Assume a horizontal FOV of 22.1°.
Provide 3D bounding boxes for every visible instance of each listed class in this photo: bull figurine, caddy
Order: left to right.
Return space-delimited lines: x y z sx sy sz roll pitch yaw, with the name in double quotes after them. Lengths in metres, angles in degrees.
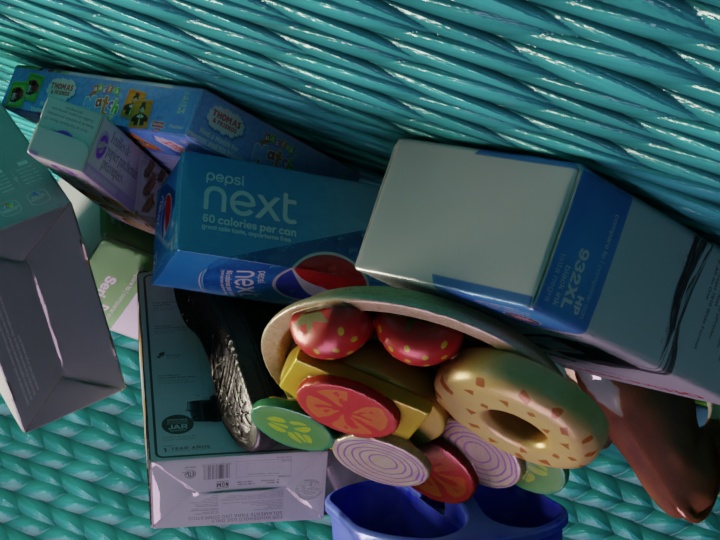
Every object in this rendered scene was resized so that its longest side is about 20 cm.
0.055 0.175 1.199 0.141 0.105 0.200 -5 -174 -14 "caddy"
0.193 0.076 1.271 0.065 0.200 0.121 -21 -169 32 "bull figurine"

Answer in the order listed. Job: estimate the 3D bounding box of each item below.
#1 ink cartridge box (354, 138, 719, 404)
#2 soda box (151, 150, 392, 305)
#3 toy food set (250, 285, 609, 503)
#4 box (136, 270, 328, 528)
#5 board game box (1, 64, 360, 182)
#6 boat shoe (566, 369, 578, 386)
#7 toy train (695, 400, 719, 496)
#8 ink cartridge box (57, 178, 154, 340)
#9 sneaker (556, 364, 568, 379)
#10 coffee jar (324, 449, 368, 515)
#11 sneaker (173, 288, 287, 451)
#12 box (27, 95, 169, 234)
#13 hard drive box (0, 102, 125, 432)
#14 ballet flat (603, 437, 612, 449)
0.121 0.003 1.052 0.200 0.084 0.145 25 171 -42 "ink cartridge box"
-0.026 -0.017 1.156 0.199 0.068 0.064 9 157 -18 "soda box"
0.035 0.077 1.059 0.199 0.049 0.198 22 151 -5 "toy food set"
-0.089 0.079 1.235 0.116 0.060 0.200 -3 -143 -9 "box"
-0.120 -0.086 1.222 0.200 0.037 0.151 14 171 44 "board game box"
0.142 0.036 1.382 0.200 0.076 0.072 34 -145 4 "boat shoe"
0.299 0.129 1.440 0.084 0.116 0.200 15 172 33 "toy train"
-0.124 -0.009 1.382 0.200 0.084 0.146 23 -147 -25 "ink cartridge box"
0.050 0.082 1.219 0.146 0.081 0.200 8 167 21 "sneaker"
-0.061 0.099 1.453 0.200 0.104 0.085 35 157 41 "coffee jar"
-0.055 0.031 1.198 0.104 0.060 0.200 -5 -137 -24 "sneaker"
-0.161 -0.063 1.191 0.041 0.039 0.200 19 173 11 "box"
-0.240 -0.017 1.219 0.200 0.077 0.156 48 155 47 "hard drive box"
0.174 0.093 1.478 0.067 0.046 0.200 23 -157 -9 "ballet flat"
